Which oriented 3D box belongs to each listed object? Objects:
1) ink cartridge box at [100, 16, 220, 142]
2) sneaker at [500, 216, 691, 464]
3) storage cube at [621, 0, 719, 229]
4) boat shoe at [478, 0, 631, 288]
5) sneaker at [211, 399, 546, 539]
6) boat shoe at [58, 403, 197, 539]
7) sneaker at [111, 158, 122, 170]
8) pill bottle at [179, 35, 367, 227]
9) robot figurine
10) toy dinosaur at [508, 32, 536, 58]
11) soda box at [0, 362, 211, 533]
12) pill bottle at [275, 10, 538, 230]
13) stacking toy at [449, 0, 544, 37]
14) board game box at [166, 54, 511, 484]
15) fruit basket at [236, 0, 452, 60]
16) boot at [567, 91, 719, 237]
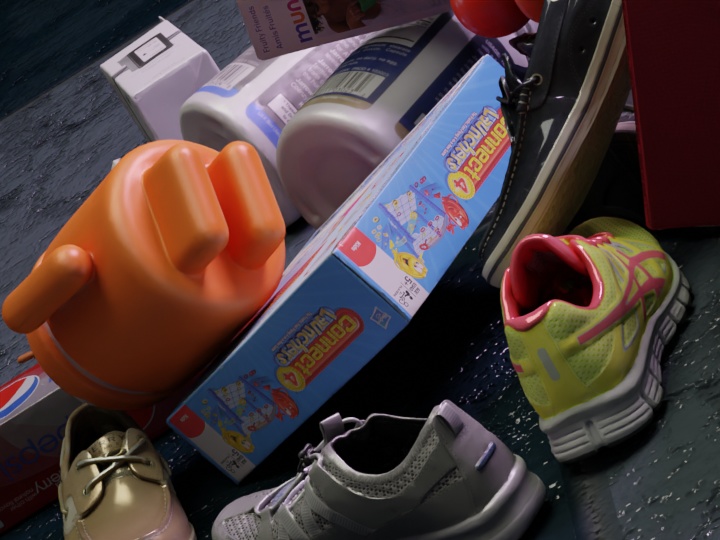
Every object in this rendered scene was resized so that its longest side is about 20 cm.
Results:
[{"bbox_3d":[-0.132,-0.118,1.986,0.068,0.116,0.200,-34,18,-4],"label":"ink cartridge box"},{"bbox_3d":[0.111,0.010,1.313,0.078,0.090,0.200,-30,18,18],"label":"sneaker"},{"bbox_3d":[0.225,-0.139,1.272,0.170,0.181,0.200,-1,29,16],"label":"storage cube"},{"bbox_3d":[0.100,-0.088,1.370,0.201,0.062,0.075,-69,-16,3],"label":"boat shoe"},{"bbox_3d":[-0.003,0.102,1.287,0.199,0.082,0.075,-18,24,39],"label":"sneaker"},{"bbox_3d":[-0.137,0.123,1.465,0.072,0.065,0.200,-18,15,-6],"label":"boat shoe"},{"bbox_3d":[-0.123,-0.012,1.814,0.200,0.080,0.084,38,113,61],"label":"sneaker"},{"bbox_3d":[-0.021,-0.131,1.837,0.200,0.114,0.114,-42,20,-22],"label":"pill bottle"},{"bbox_3d":[-0.117,0.005,1.487,0.200,0.117,0.144,-44,9,45],"label":"robot figurine"},{"bbox_3d":[0.177,-0.159,1.629,0.200,0.086,0.135,-35,18,-14],"label":"toy dinosaur"},{"bbox_3d":[-0.175,0.087,1.640,0.199,0.064,0.070,-31,20,7],"label":"soda box"},{"bbox_3d":[0.041,-0.109,1.686,0.111,0.111,0.200,-13,27,46],"label":"pill bottle"},{"bbox_3d":[0.134,-0.177,1.515,0.199,0.086,0.085,-10,29,36],"label":"stacking toy"},{"bbox_3d":[0.000,0.000,1.474,0.200,0.056,0.196,-45,6,47],"label":"board game box"},{"bbox_3d":[0.000,-0.228,1.605,0.199,0.186,0.094,-15,28,9],"label":"fruit basket"},{"bbox_3d":[0.190,-0.088,1.457,0.151,0.073,0.200,-42,15,-23],"label":"boot"}]
